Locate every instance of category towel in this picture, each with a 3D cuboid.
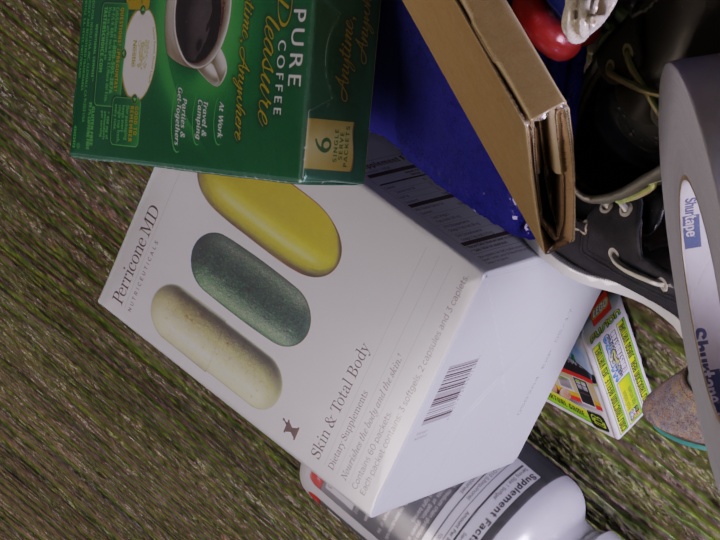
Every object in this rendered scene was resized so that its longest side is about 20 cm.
[{"bbox_3d":[0.038,-0.118,1.273,0.200,0.049,0.148,40,138,45],"label":"towel"}]

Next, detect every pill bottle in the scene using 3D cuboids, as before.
[{"bbox_3d":[0.069,0.152,1.684,0.200,0.116,0.116,39,158,18],"label":"pill bottle"}]

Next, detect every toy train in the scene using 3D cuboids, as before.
[{"bbox_3d":[0.069,-0.151,1.069,0.116,0.085,0.200,46,-165,1],"label":"toy train"}]

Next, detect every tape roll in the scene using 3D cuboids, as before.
[{"bbox_3d":[0.173,0.008,1.110,0.200,0.066,0.202,-9,-90,-89],"label":"tape roll"}]

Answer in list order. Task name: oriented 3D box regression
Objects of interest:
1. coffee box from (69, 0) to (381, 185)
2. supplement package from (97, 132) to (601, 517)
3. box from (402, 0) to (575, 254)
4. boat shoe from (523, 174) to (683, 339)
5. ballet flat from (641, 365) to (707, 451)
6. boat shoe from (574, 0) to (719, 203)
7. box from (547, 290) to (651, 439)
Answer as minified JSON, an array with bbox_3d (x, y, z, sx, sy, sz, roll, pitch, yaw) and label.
[{"bbox_3d":[-0.068,-0.107,1.312,0.199,0.044,0.124,7,93,51],"label":"coffee box"},{"bbox_3d":[0.000,0.000,1.415,0.200,0.150,0.152,36,116,24],"label":"supplement package"},{"bbox_3d":[0.036,-0.118,1.135,0.201,0.021,0.164,61,177,19],"label":"box"},{"bbox_3d":[0.148,-0.013,1.299,0.200,0.074,0.061,42,150,30],"label":"boat shoe"},{"bbox_3d":[0.217,0.060,1.332,0.199,0.068,0.068,13,124,46],"label":"ballet flat"},{"bbox_3d":[0.139,-0.086,1.202,0.072,0.060,0.202,44,159,7],"label":"boat shoe"},{"bbox_3d":[0.074,0.013,1.537,0.200,0.035,0.110,27,152,40],"label":"box"}]
